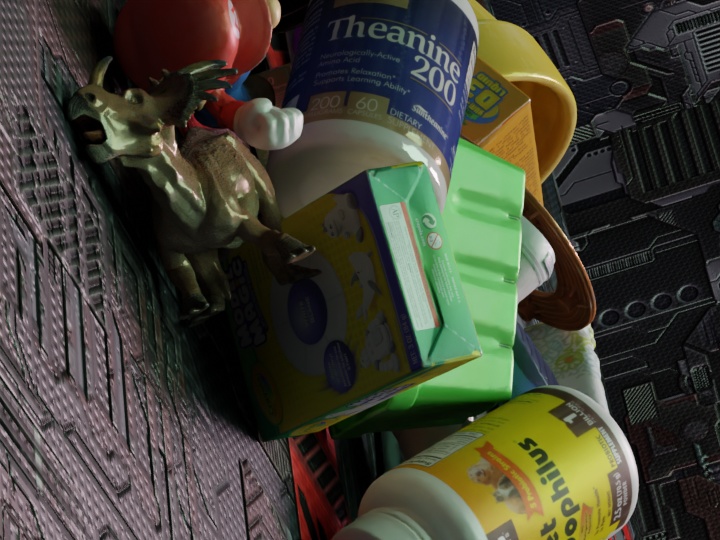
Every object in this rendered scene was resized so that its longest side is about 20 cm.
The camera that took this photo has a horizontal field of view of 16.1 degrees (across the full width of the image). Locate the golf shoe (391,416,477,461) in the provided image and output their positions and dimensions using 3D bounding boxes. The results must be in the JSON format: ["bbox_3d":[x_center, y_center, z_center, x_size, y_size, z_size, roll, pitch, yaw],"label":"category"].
[{"bbox_3d":[0.025,0.087,1.800,0.200,0.097,0.078,-99,-155,-48],"label":"golf shoe"}]

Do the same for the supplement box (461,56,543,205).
[{"bbox_3d":[0.094,-0.072,1.919,0.067,0.069,0.200,42,-15,26],"label":"supplement box"}]

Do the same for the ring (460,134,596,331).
[{"bbox_3d":[0.094,-0.029,1.867,0.200,0.019,0.200,43,-16,16],"label":"ring"}]

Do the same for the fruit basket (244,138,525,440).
[{"bbox_3d":[0.000,0.000,1.659,0.156,0.215,0.216,144,-68,-66],"label":"fruit basket"}]

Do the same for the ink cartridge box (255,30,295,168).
[{"bbox_3d":[-0.046,-0.113,1.831,0.146,0.048,0.200,54,19,-64],"label":"ink cartridge box"}]

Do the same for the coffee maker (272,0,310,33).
[{"bbox_3d":[-0.055,-0.286,1.729,0.200,0.135,0.192,-68,140,-60],"label":"coffee maker"}]

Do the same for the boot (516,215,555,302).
[{"bbox_3d":[0.036,-0.034,1.798,0.200,0.096,0.074,39,-19,27],"label":"boot"}]

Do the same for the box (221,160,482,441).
[{"bbox_3d":[-0.018,0.024,1.458,0.200,0.048,0.117,-30,-107,54],"label":"box"}]

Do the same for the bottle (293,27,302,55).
[{"bbox_3d":[-0.009,-0.164,1.794,0.200,0.065,0.084,-60,133,-78],"label":"bottle"}]

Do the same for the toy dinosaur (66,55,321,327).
[{"bbox_3d":[-0.084,-0.049,1.376,0.200,0.086,0.136,46,20,-83],"label":"toy dinosaur"}]

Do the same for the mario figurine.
[{"bbox_3d":[-0.072,-0.132,1.466,0.123,0.106,0.200,29,-1,2],"label":"mario figurine"}]

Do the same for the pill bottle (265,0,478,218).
[{"bbox_3d":[0.013,-0.120,1.576,0.111,0.111,0.200,63,31,-46],"label":"pill bottle"}]

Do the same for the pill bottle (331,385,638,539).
[{"bbox_3d":[0.075,0.155,1.594,0.200,0.109,0.109,-27,103,-39],"label":"pill bottle"}]

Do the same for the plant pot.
[{"bbox_3d":[0.041,-0.149,2.023,0.189,0.201,0.201,60,1,31],"label":"plant pot"}]

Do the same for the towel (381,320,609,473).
[{"bbox_3d":[0.099,0.116,1.876,0.200,0.171,0.048,-95,166,-58],"label":"towel"}]

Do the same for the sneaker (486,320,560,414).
[{"bbox_3d":[0.110,0.128,1.731,0.074,0.082,0.200,-74,147,-76],"label":"sneaker"}]
